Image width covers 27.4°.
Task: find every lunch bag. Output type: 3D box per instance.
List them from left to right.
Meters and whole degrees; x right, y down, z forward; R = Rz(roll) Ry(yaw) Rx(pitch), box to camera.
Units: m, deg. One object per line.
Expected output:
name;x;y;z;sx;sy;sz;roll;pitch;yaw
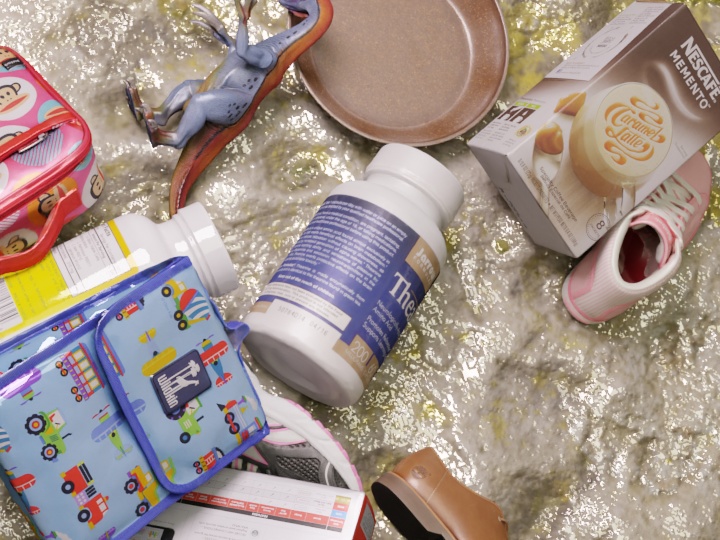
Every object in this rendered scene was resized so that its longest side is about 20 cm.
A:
lunch bag;-0.297;-0.062;1.097;0.200;0.082;0.176;-36;62;-20
lunch bag;-0.164;0.092;1.043;0.200;0.094;0.151;-32;109;-19

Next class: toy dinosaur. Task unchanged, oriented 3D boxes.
toy dinosaur;-0.099;-0.158;1.211;0.181;0.105;0.200;-19;116;-15

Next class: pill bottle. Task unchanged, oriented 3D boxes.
pill bottle;-0.195;0.024;1.107;0.200;0.104;0.104;-26;84;-10
pill bottle;0.000;0.000;1.181;0.111;0.111;0.200;35;70;-5

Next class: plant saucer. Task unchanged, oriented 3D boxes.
plant saucer;0.030;-0.198;1.281;0.200;0.037;0.201;4;76;-15

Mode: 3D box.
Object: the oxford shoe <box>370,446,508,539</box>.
oxford shoe;0.099;0.225;1.178;0.071;0.071;0.200;-38;88;-26

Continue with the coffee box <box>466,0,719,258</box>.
coffee box;0.206;-0.121;1.231;0.200;0.080;0.114;-41;112;-9

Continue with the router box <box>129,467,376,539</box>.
router box;-0.109;0.231;1.058;0.199;0.049;0.180;8;57;16

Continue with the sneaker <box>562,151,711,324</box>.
sneaker;0.258;-0.041;1.271;0.075;0.105;0.200;41;68;-1

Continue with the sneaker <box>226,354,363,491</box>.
sneaker;-0.090;0.132;1.149;0.200;0.080;0.086;40;74;10
